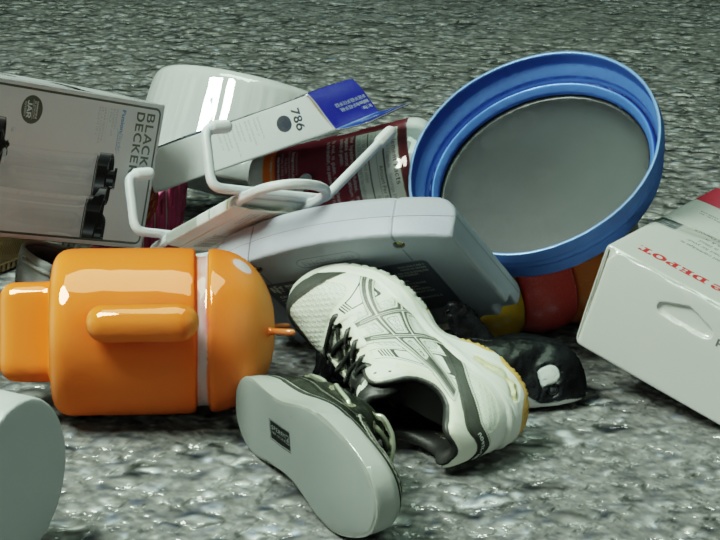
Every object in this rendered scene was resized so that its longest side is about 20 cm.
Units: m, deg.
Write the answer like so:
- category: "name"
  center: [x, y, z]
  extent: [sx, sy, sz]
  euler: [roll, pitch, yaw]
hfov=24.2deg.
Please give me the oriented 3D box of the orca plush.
- category: "orca plush"
  center: [0.064, 0.050, 1.208]
  extent: [0.199, 0.072, 0.105]
  euler: [10, 20, 24]

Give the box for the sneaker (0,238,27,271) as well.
- category: "sneaker"
  center: [-0.333, -0.050, 1.478]
  extent: [0.108, 0.071, 0.200]
  euler: [18, 17, 29]

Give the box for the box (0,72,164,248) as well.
- category: "box"
  center: [-0.243, -0.083, 1.228]
  extent: [0.060, 0.118, 0.199]
  euler: [14, 5, 40]

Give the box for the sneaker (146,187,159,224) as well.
- category: "sneaker"
  center: [-0.253, -0.063, 1.327]
  extent: [0.077, 0.074, 0.199]
  euler: [17, 4, 41]

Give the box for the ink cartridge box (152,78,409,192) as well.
- category: "ink cartridge box"
  center: [-0.068, -0.114, 1.342]
  extent: [0.199, 0.039, 0.099]
  euler: [-15, 7, 23]

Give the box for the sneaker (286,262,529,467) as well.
- category: "sneaker"
  center: [0.015, 0.061, 1.126]
  extent: [0.199, 0.076, 0.087]
  euler: [29, 37, 30]

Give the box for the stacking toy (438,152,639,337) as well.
- category: "stacking toy"
  center: [0.110, 0.003, 1.305]
  extent: [0.199, 0.147, 0.146]
  euler: [-23, 26, -20]

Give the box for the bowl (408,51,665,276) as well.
- category: "bowl"
  center: [0.135, -0.080, 1.273]
  extent: [0.199, 0.039, 0.202]
  euler: [-14, 48, 16]

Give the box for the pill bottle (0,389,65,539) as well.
- category: "pill bottle"
  center: [-0.278, 0.103, 0.963]
  extent: [0.199, 0.114, 0.113]
  euler: [8, 20, 21]

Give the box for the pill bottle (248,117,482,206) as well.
- category: "pill bottle"
  center: [0.015, -0.064, 1.405]
  extent: [0.199, 0.115, 0.114]
  euler: [-12, 16, 12]

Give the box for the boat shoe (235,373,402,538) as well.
- category: "boat shoe"
  center: [-0.014, 0.104, 1.043]
  extent: [0.063, 0.071, 0.200]
  euler: [-9, 19, -24]

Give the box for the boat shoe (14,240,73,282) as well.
- category: "boat shoe"
  center: [-0.186, 0.017, 1.294]
  extent: [0.199, 0.069, 0.072]
  euler: [14, 22, 34]

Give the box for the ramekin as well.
- category: "ramekin"
  center: [-0.113, -0.122, 1.561]
  extent: [0.199, 0.098, 0.200]
  euler: [13, -4, 1]

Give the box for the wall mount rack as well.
- category: "wall mount rack"
  center: [-0.072, -0.062, 1.257]
  extent: [0.173, 0.075, 0.200]
  euler: [3, -16, -37]

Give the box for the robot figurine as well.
- category: "robot figurine"
  center: [-0.145, 0.041, 1.152]
  extent: [0.198, 0.144, 0.117]
  euler: [0, 47, -5]

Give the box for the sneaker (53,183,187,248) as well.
- category: "sneaker"
  center: [-0.219, -0.043, 1.462]
  extent: [0.087, 0.074, 0.200]
  euler: [14, 26, 17]

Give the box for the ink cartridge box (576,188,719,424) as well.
- category: "ink cartridge box"
  center: [0.269, 0.025, 1.224]
  extent: [0.144, 0.085, 0.200]
  euler: [30, 29, 24]

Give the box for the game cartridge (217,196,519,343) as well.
- category: "game cartridge"
  center: [0.000, 0.000, 1.216]
  extent: [0.199, 0.133, 0.042]
  euler: [-9, 52, 27]
